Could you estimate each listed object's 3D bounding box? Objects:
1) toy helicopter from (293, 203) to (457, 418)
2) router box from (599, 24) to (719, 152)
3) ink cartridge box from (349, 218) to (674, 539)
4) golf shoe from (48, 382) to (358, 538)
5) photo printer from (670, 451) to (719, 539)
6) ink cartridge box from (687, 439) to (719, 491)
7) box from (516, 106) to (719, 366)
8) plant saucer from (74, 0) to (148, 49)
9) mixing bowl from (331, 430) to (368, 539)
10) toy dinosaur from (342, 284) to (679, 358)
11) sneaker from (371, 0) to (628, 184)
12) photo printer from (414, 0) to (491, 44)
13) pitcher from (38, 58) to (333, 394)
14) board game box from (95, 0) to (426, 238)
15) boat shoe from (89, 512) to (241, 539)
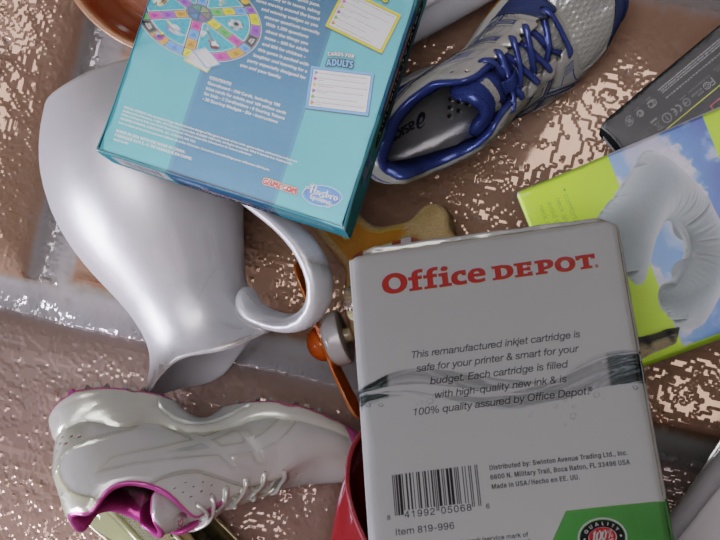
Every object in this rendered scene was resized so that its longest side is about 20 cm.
[{"bbox_3d":[0.000,0.000,0.965,0.132,0.079,0.200,-45,66,4],"label":"toy helicopter"},{"bbox_3d":[0.267,-0.089,0.915,0.200,0.062,0.150,-39,79,7],"label":"router box"},{"bbox_3d":[0.075,0.086,0.777,0.145,0.083,0.201,-6,61,6],"label":"ink cartridge box"},{"bbox_3d":[-0.093,0.127,0.939,0.199,0.075,0.092,5,54,-13],"label":"golf shoe"},{"bbox_3d":[0.250,0.163,0.819,0.166,0.070,0.200,42,73,8],"label":"photo printer"},{"bbox_3d":[0.315,0.128,0.900,0.199,0.048,0.146,33,93,13],"label":"ink cartridge box"},{"bbox_3d":[0.204,-0.026,0.867,0.199,0.048,0.123,-23,85,18],"label":"box"},{"bbox_3d":[-0.096,-0.227,0.944,0.199,0.032,0.202,-1,86,11],"label":"plant saucer"},{"bbox_3d":[0.057,0.187,0.892,0.200,0.200,0.109,39,121,11],"label":"mixing bowl"},{"bbox_3d":[0.074,0.057,0.869,0.199,0.047,0.089,11,91,16],"label":"toy dinosaur"},{"bbox_3d":[0.086,-0.113,0.929,0.200,0.088,0.075,-37,106,5],"label":"sneaker"},{"bbox_3d":[-0.028,-0.203,0.979,0.199,0.069,0.167,-29,81,9],"label":"photo printer"},{"bbox_3d":[-0.107,-0.037,0.949,0.171,0.121,0.201,-25,85,35],"label":"pitcher"},{"bbox_3d":[-0.047,-0.137,0.880,0.150,0.047,0.201,18,86,6],"label":"board game box"},{"bbox_3d":[-0.099,0.174,0.970,0.200,0.073,0.063,37,99,19],"label":"boat shoe"}]
